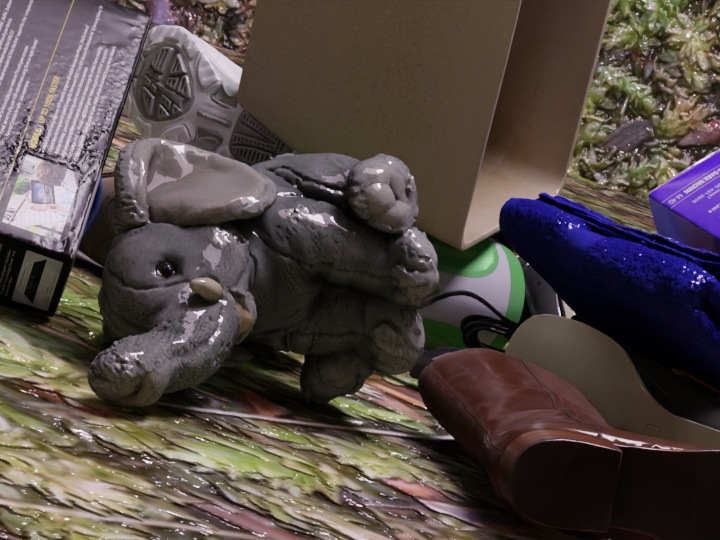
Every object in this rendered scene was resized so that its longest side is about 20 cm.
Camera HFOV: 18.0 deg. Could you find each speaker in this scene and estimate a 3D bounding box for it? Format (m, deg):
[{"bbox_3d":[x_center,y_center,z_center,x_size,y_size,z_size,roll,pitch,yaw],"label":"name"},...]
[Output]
[{"bbox_3d":[0.000,0.000,1.372,0.199,0.089,0.088,14,10,-33],"label":"speaker"}]

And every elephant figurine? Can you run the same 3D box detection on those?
[{"bbox_3d":[-0.073,-0.001,1.111,0.199,0.142,0.155,-4,-10,-31],"label":"elephant figurine"}]

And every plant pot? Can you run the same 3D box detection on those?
[{"bbox_3d":[0.039,-0.149,1.411,0.177,0.201,0.200,19,18,19],"label":"plant pot"}]

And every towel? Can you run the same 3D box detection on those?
[{"bbox_3d":[0.173,0.025,1.275,0.148,0.050,0.200,48,-9,-30],"label":"towel"}]

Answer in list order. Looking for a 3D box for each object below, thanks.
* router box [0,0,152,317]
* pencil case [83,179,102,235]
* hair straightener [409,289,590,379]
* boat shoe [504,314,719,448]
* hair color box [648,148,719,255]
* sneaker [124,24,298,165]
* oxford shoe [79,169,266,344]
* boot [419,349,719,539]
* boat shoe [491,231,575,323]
[{"bbox_3d":[-0.202,-0.082,1.187,0.149,0.051,0.200,19,44,-7],"label":"router box"},{"bbox_3d":[-0.225,-0.071,1.321,0.087,0.078,0.200,50,-12,-35],"label":"pencil case"},{"bbox_3d":[0.104,0.059,1.307,0.199,0.041,0.077,17,49,21],"label":"hair straightener"},{"bbox_3d":[0.156,0.087,1.213,0.063,0.074,0.201,12,16,-48],"label":"boat shoe"},{"bbox_3d":[0.249,0.022,1.253,0.065,0.110,0.200,-32,36,-17],"label":"hair color box"},{"bbox_3d":[-0.082,-0.101,1.550,0.200,0.078,0.099,36,10,36],"label":"sneaker"},{"bbox_3d":[-0.101,-0.010,1.265,0.199,0.071,0.075,18,20,32],"label":"oxford shoe"},{"bbox_3d":[0.132,0.093,1.120,0.186,0.064,0.200,19,4,-12],"label":"boot"},{"bbox_3d":[0.113,0.015,1.470,0.063,0.074,0.202,-18,30,4],"label":"boat shoe"}]
